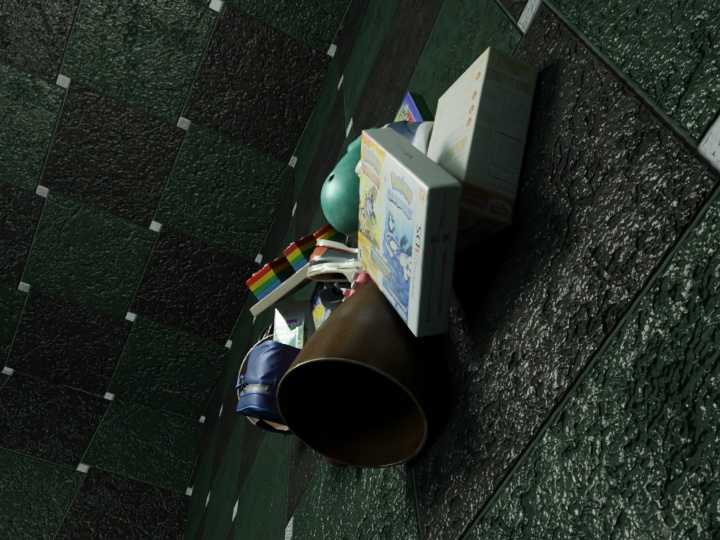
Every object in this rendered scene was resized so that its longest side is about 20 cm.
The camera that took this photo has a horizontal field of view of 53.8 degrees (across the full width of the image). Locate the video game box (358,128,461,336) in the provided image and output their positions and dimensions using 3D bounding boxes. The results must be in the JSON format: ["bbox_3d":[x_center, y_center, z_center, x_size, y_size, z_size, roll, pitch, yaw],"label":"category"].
[{"bbox_3d":[0.051,-0.051,0.847,0.200,0.046,0.184,-128,36,-56],"label":"video game box"}]

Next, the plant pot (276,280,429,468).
[{"bbox_3d":[0.013,0.112,0.907,0.188,0.185,0.201,-61,4,40],"label":"plant pot"}]

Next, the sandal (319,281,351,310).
[{"bbox_3d":[0.000,0.033,1.145,0.199,0.076,0.043,1,112,55],"label":"sandal"}]

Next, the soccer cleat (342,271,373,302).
[{"bbox_3d":[-0.014,0.093,1.051,0.067,0.076,0.201,-80,16,-65],"label":"soccer cleat"}]

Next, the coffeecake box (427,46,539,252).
[{"bbox_3d":[0.137,-0.141,0.873,0.153,0.072,0.202,149,136,-70],"label":"coffeecake box"}]

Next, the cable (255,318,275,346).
[{"bbox_3d":[-0.160,0.184,1.522,0.162,0.051,0.201,28,73,36],"label":"cable"}]

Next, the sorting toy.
[{"bbox_3d":[-0.113,-0.016,1.392,0.199,0.070,0.199,-37,-2,30],"label":"sorting toy"}]

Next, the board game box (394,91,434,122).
[{"bbox_3d":[0.085,-0.168,1.113,0.201,0.029,0.135,-107,33,-44],"label":"board game box"}]

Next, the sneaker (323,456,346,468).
[{"bbox_3d":[-0.017,0.196,1.082,0.090,0.074,0.202,124,157,-62],"label":"sneaker"}]

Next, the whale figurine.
[{"bbox_3d":[-0.007,-0.152,1.142,0.158,0.103,0.202,-32,43,39],"label":"whale figurine"}]

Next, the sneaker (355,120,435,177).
[{"bbox_3d":[0.053,-0.112,1.016,0.146,0.080,0.203,5,91,48],"label":"sneaker"}]

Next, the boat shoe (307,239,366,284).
[{"bbox_3d":[0.000,0.000,1.096,0.198,0.071,0.063,12,73,36],"label":"boat shoe"}]

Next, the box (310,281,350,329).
[{"bbox_3d":[-0.046,0.070,1.293,0.200,0.064,0.071,-114,43,-70],"label":"box"}]

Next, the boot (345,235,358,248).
[{"bbox_3d":[0.037,-0.101,1.212,0.158,0.078,0.214,-131,54,-77],"label":"boot"}]

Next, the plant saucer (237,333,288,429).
[{"bbox_3d":[-0.160,0.229,1.459,0.032,0.198,0.203,37,-115,-62],"label":"plant saucer"}]

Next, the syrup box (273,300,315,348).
[{"bbox_3d":[-0.121,0.166,1.395,0.078,0.081,0.203,-9,70,31],"label":"syrup box"}]

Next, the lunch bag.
[{"bbox_3d":[-0.113,0.207,1.189,0.136,0.198,0.134,148,135,-62],"label":"lunch bag"}]
